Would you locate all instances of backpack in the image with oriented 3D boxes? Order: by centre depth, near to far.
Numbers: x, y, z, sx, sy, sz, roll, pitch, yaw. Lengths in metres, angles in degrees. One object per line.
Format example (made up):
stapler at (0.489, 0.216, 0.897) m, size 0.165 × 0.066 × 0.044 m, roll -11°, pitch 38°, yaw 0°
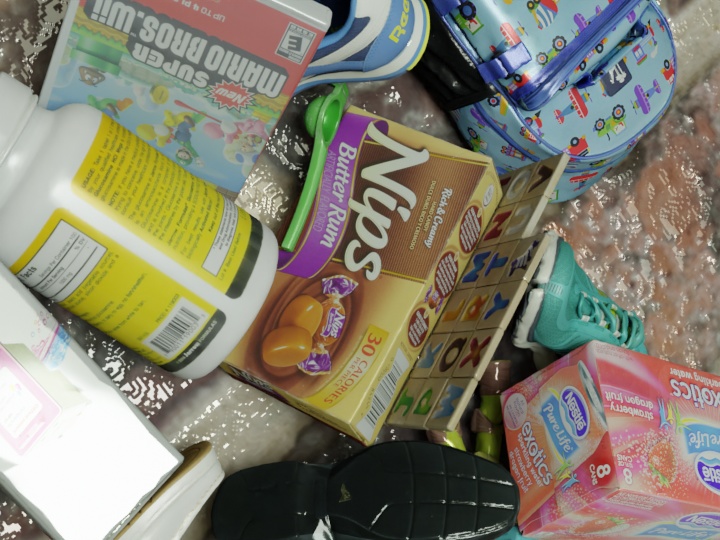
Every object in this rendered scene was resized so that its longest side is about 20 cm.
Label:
backpack at (0.141, -0.158, 0.846) m, size 0.182 × 0.134 × 0.201 m, roll -38°, pitch 99°, yaw -17°

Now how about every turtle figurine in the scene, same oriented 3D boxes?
turtle figurine at (0.069, 0.148, 0.821) m, size 0.196 × 0.064 × 0.165 m, roll -5°, pitch 85°, yaw -19°

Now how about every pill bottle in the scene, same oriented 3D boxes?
pill bottle at (-0.157, -0.028, 0.726) m, size 0.199 × 0.112 × 0.114 m, roll 35°, pitch 74°, yaw -22°

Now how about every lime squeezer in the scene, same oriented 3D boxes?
lime squeezer at (-0.041, -0.115, 0.796) m, size 0.069 × 0.038 × 0.203 m, roll -10°, pitch 71°, yaw -11°

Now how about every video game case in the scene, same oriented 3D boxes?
video game case at (-0.119, -0.113, 0.727) m, size 0.141 × 0.201 × 0.018 m, roll 21°, pitch 48°, yaw -14°

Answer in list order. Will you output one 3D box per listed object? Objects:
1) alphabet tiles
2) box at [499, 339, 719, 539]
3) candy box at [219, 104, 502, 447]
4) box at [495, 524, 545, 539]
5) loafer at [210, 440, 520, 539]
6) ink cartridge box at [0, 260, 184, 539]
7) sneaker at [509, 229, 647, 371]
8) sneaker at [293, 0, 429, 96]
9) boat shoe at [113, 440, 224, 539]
alphabet tiles at (0.070, 0.014, 0.782) m, size 0.007 × 0.167 × 0.202 m, roll 32°, pitch 75°, yaw -14°
box at (0.200, 0.129, 0.792) m, size 0.197 × 0.094 × 0.104 m, roll 17°, pitch 54°, yaw -32°
candy box at (0.000, 0.000, 0.792) m, size 0.115 × 0.057 × 0.202 m, roll 23°, pitch 75°, yaw 24°
box at (0.092, 0.270, 0.736) m, size 0.082 × 0.049 × 0.203 m, roll 35°, pitch 53°, yaw -26°
loafer at (0.007, 0.158, 0.760) m, size 0.196 × 0.073 × 0.074 m, roll -4°, pitch 53°, yaw 14°
ink cartridge box at (-0.207, 0.070, 0.696) m, size 0.085 × 0.144 × 0.201 m, roll -43°, pitch 97°, yaw -19°
sneaker at (0.152, 0.031, 0.797) m, size 0.078 × 0.200 × 0.079 m, roll 16°, pitch 79°, yaw 25°
sneaker at (-0.058, -0.149, 0.755) m, size 0.197 × 0.082 × 0.075 m, roll -15°, pitch 72°, yaw 23°
boat shoe at (-0.147, 0.199, 0.744) m, size 0.069 × 0.071 × 0.200 m, roll 43°, pitch 82°, yaw -9°
